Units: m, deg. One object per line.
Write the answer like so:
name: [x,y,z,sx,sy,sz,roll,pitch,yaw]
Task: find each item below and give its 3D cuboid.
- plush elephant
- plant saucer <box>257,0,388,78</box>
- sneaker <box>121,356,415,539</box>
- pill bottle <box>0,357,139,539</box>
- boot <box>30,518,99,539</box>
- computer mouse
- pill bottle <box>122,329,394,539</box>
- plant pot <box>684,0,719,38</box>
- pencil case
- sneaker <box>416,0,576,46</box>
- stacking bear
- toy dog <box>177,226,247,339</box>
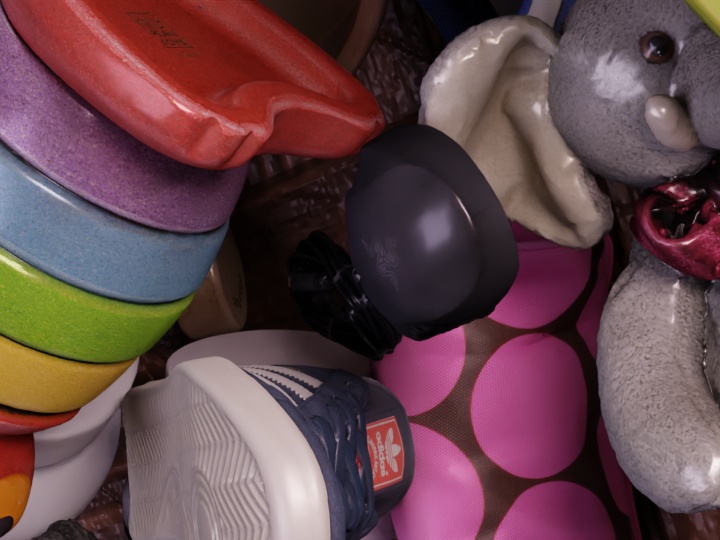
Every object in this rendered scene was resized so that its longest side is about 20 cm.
plush elephant: [0.112,-0.024,0.682,0.155,0.165,0.200,58,168,-19]
plant saucer: [-0.063,-0.138,0.781,0.200,0.029,0.201,25,134,29]
sneaker: [-0.017,0.059,0.759,0.200,0.084,0.075,-168,75,-75]
pill bottle: [-0.154,0.063,0.909,0.113,0.112,0.200,62,143,14]
boot: [-0.053,0.142,0.819,0.211,0.079,0.158,-42,77,39]
computer mouse: [0.000,0.000,0.735,0.059,0.034,0.200,61,165,2]
pill bottle: [-0.031,0.129,0.924,0.112,0.112,0.201,17,114,44]
plant pot: [0.090,-0.199,0.578,0.199,0.200,0.182,-40,41,9]
pencil case: [0.055,0.073,0.835,0.091,0.093,0.201,-79,-20,-82]
sneaker: [0.031,-0.138,0.793,0.075,0.088,0.200,-45,67,47]
stacking bear: [-0.104,0.002,0.746,0.114,0.121,0.200,41,110,17]
toy dog: [-0.107,-0.048,0.949,0.096,0.131,0.200,-97,10,-50]
